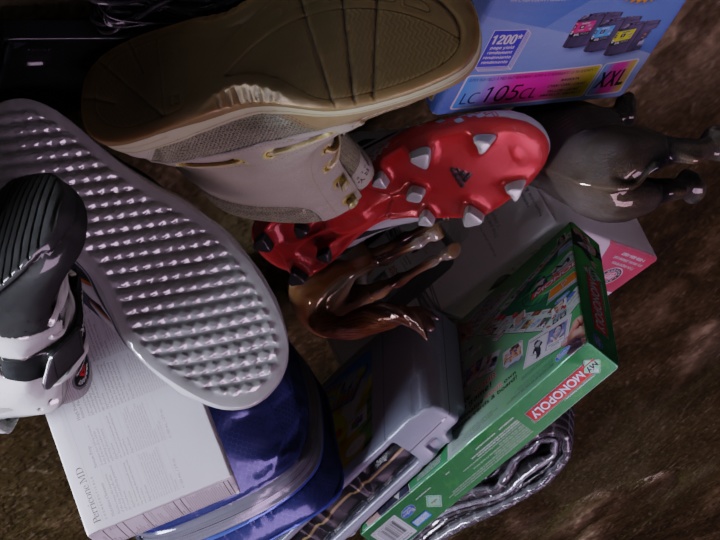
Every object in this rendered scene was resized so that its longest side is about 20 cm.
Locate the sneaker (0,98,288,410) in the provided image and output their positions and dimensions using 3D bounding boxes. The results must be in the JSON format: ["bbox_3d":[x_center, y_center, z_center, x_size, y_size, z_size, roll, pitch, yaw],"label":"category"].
[{"bbox_3d":[-0.114,-0.007,0.781,0.078,0.200,0.079,-44,175,-9],"label":"sneaker"}]

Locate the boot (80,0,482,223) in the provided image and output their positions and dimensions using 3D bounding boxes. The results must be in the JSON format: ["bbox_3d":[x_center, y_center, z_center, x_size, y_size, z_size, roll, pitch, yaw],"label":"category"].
[{"bbox_3d":[-0.018,-0.080,0.764,0.200,0.072,0.155,-11,160,19],"label":"boot"}]

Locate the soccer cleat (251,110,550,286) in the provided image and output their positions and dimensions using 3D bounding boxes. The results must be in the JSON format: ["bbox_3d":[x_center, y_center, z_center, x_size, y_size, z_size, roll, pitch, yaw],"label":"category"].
[{"bbox_3d":[0.021,-0.057,0.881,0.200,0.085,0.069,-23,123,31],"label":"soccer cleat"}]

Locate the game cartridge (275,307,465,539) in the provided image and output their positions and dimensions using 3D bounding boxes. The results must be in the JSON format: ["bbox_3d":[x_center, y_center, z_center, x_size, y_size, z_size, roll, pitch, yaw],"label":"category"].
[{"bbox_3d":[-0.011,0.117,0.990,0.040,0.133,0.200,37,114,-16],"label":"game cartridge"}]

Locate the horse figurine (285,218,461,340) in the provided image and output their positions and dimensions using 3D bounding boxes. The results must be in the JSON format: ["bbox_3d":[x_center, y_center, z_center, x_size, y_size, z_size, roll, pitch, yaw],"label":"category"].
[{"bbox_3d":[0.000,0.000,0.951,0.133,0.200,0.050,-31,108,11],"label":"horse figurine"}]

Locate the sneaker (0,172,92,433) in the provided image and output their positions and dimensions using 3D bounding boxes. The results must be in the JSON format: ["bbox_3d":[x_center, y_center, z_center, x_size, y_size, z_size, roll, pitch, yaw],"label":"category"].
[{"bbox_3d":[-0.158,0.023,0.722,0.088,0.074,0.200,26,143,-21],"label":"sneaker"}]

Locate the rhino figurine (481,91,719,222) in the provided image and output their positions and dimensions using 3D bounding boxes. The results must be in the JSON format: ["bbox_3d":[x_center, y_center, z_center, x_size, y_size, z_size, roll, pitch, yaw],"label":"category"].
[{"bbox_3d":[0.123,-0.074,0.892,0.087,0.200,0.060,-12,111,-22],"label":"rhino figurine"}]

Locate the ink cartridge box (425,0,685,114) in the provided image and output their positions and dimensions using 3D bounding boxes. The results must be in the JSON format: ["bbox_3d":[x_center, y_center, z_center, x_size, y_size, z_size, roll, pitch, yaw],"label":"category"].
[{"bbox_3d":[0.114,-0.178,0.789,0.136,0.076,0.200,-10,147,-27],"label":"ink cartridge box"}]

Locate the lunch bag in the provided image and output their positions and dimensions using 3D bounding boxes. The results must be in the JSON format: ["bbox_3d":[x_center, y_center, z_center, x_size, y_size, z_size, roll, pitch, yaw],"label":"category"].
[{"bbox_3d":[-0.094,0.096,0.963,0.136,0.200,0.132,-26,112,5],"label":"lunch bag"}]

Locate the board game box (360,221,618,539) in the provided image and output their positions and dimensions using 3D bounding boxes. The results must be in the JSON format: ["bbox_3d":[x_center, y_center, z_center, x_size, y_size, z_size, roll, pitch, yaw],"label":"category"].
[{"bbox_3d":[0.077,0.073,0.956,0.029,0.135,0.200,37,118,-18],"label":"board game box"}]

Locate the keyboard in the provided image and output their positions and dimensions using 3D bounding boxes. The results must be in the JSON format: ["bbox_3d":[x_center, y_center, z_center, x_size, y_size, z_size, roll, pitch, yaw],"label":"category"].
[{"bbox_3d":[-0.088,-0.122,0.775,0.200,0.040,0.104,-4,158,-23],"label":"keyboard"}]

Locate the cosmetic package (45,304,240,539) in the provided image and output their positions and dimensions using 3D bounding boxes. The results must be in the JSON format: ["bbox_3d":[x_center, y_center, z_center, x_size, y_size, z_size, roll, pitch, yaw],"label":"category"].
[{"bbox_3d":[-0.140,0.043,0.829,0.083,0.200,0.051,-21,161,-7],"label":"cosmetic package"}]

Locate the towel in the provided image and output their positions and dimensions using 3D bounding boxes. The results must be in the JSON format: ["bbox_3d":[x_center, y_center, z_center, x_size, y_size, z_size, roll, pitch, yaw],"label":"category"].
[{"bbox_3d":[0.082,0.137,1.205,0.200,0.166,0.086,-38,105,22],"label":"towel"}]

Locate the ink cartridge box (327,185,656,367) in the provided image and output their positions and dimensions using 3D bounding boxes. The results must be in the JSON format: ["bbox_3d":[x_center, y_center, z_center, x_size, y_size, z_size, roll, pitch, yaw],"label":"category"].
[{"bbox_3d":[0.086,0.004,1.075,0.200,0.085,0.146,-38,149,27],"label":"ink cartridge box"}]
